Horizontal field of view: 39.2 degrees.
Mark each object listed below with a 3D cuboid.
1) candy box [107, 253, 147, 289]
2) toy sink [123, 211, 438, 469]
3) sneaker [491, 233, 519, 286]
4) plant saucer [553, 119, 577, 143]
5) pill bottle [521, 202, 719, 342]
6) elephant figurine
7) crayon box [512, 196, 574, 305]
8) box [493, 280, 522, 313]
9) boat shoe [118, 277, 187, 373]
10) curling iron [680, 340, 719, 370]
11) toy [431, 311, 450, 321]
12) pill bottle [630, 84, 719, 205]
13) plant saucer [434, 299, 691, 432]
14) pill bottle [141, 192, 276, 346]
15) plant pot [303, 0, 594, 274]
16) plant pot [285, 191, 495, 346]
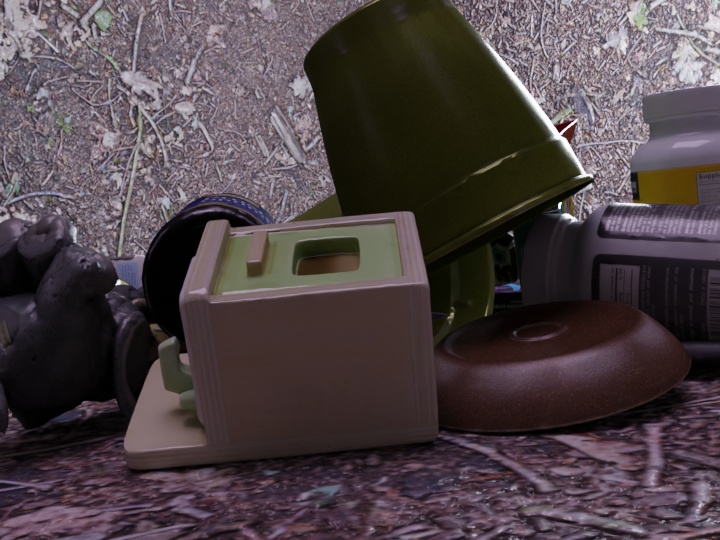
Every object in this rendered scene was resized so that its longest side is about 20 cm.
[{"bbox_3d":[-0.181,0.032,1.122,0.196,0.062,0.137,-6,-25,-10],"label":"candy box"},{"bbox_3d":[-0.054,0.036,0.648,0.196,0.114,0.131,-5,22,2],"label":"toy sink"},{"bbox_3d":[0.084,-0.005,1.139,0.196,0.080,0.090,10,-22,-24],"label":"sneaker"},{"bbox_3d":[0.127,-0.106,1.073,0.196,0.037,0.200,-14,9,23],"label":"plant saucer"},{"bbox_3d":[0.235,0.006,0.800,0.197,0.119,0.116,4,8,30],"label":"pill bottle"},{"bbox_3d":[-0.204,0.060,0.762,0.141,0.156,0.201,33,-14,33],"label":"elephant figurine"},{"bbox_3d":[0.200,-0.031,1.070,0.051,0.128,0.200,-6,19,16],"label":"crayon box"},{"bbox_3d":[0.188,0.032,1.203,0.196,0.037,0.142,-1,6,25],"label":"box"},{"bbox_3d":[-0.217,0.069,1.007,0.071,0.077,0.200,-31,-24,14],"label":"boat shoe"},{"bbox_3d":[0.219,0.067,0.740,0.197,0.026,0.049,-3,11,29],"label":"curling iron"},{"bbox_3d":[-0.024,0.066,0.821,0.113,0.048,0.199,6,-19,-26],"label":"toy"},{"bbox_3d":[0.303,-0.060,0.915,0.110,0.204,0.112,-6,3,0],"label":"pill bottle"},{"bbox_3d":[0.126,0.057,0.702,0.196,0.037,0.201,-12,10,2],"label":"plant saucer"},{"bbox_3d":[-0.117,-0.006,0.846,0.109,0.114,0.200,-5,9,-4],"label":"pill bottle"},{"bbox_3d":[0.052,-0.109,0.794,0.198,0.196,0.200,-26,-4,-2],"label":"plant pot"},{"bbox_3d":[0.000,0.000,0.972,0.182,0.204,0.199,-16,-4,38],"label":"plant pot"}]
